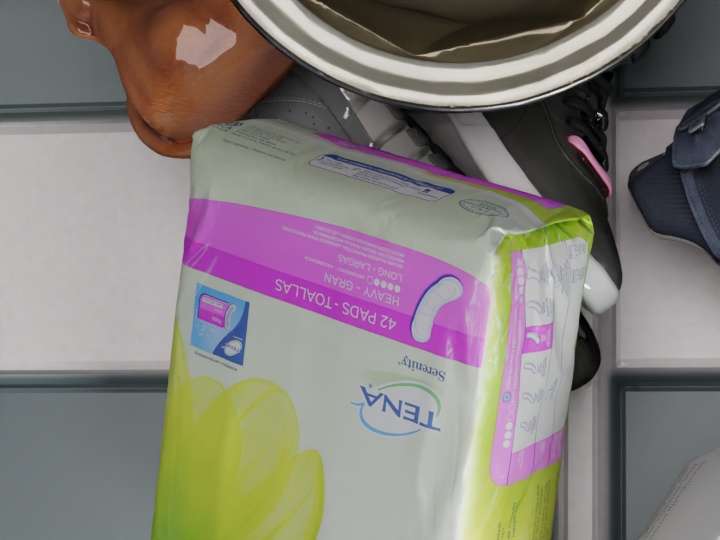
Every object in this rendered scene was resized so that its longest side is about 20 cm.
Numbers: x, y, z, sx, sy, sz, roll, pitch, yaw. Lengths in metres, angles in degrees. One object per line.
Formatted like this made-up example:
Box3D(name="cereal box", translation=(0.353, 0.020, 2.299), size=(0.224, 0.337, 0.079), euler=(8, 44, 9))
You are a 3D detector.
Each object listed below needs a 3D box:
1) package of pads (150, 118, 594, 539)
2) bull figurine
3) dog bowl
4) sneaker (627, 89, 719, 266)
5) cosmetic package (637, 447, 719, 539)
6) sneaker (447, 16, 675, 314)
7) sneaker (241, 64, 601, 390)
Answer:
Box3D(name="package of pads", translation=(0.002, 0.057, 0.798), size=(0.154, 0.068, 0.200), euler=(19, 110, 36))
Box3D(name="bull figurine", translation=(-0.029, -0.136, 0.851), size=(0.200, 0.065, 0.121), euler=(-43, 70, -2))
Box3D(name="dog bowl", translation=(0.034, -0.156, 0.774), size=(0.200, 0.074, 0.200), euler=(0, 93, 1))
Box3D(name="sneaker", translation=(0.173, -0.080, 0.852), size=(0.077, 0.146, 0.202), euler=(34, 43, -17))
Box3D(name="cosmetic package", translation=(0.178, 0.160, 0.756), size=(0.200, 0.081, 0.113), euler=(43, 60, -3))
Box3D(name="sneaker", translation=(0.083, -0.076, 0.840), size=(0.099, 0.071, 0.200), euler=(-29, 48, 7))
Box3D(name="sneaker", translation=(0.000, 0.000, 0.877), size=(0.115, 0.075, 0.200), euler=(-43, 65, 5))
